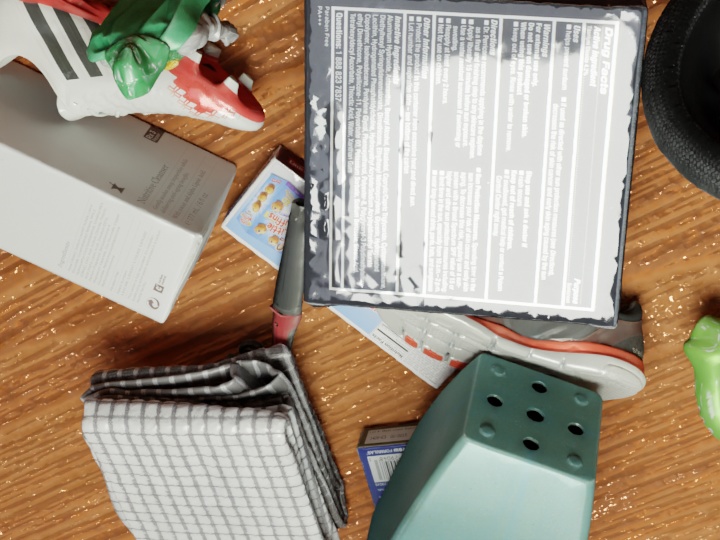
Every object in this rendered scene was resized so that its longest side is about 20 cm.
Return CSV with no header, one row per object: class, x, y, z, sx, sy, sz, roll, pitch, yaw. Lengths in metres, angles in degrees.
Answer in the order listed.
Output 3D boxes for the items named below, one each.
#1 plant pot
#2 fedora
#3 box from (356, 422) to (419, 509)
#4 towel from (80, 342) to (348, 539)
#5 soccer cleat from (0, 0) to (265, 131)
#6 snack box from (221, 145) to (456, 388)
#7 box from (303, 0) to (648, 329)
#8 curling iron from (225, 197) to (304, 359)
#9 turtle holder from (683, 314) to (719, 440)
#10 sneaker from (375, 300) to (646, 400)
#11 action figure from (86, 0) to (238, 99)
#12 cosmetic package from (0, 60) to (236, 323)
plant pot,0.089,0.169,0.967,0.140,0.142,0.201,19,127,0
fedora,0.257,-0.104,0.776,0.199,0.203,0.092,-14,151,18
box,0.079,0.206,1.102,0.120,0.032,0.202,-8,116,16
towel,-0.106,0.144,1.060,0.164,0.086,0.201,-2,135,15
soccer cleat,-0.158,-0.129,0.940,0.198,0.069,0.086,27,104,1
snack box,0.000,0.000,1.008,0.199,0.024,0.072,37,120,-10
box,0.071,-0.083,0.882,0.196,0.123,0.202,5,113,8
curling iron,-0.063,0.028,1.014,0.049,0.026,0.201,20,134,0
turtle holder,0.322,0.082,0.940,0.185,0.140,0.133,22,112,46
sneaker,0.105,0.027,0.976,0.198,0.083,0.077,18,157,-10
action figure,-0.111,-0.153,0.845,0.117,0.201,0.055,-9,117,17
cosmetic package,-0.197,-0.060,0.967,0.198,0.113,0.082,25,120,-5
